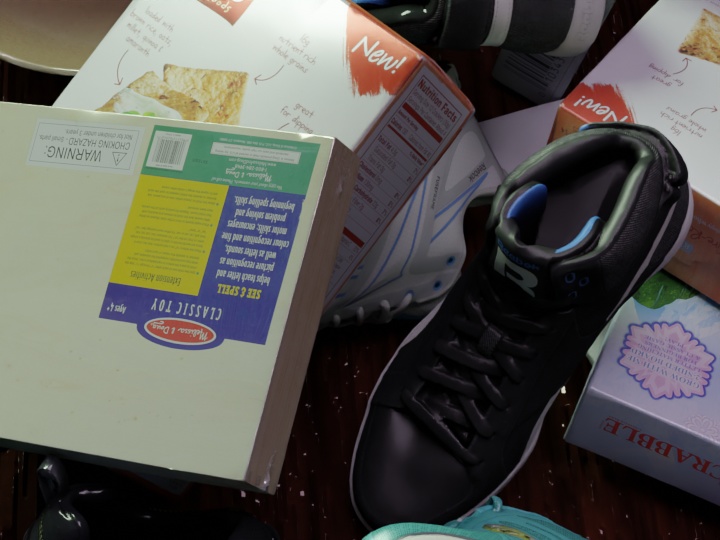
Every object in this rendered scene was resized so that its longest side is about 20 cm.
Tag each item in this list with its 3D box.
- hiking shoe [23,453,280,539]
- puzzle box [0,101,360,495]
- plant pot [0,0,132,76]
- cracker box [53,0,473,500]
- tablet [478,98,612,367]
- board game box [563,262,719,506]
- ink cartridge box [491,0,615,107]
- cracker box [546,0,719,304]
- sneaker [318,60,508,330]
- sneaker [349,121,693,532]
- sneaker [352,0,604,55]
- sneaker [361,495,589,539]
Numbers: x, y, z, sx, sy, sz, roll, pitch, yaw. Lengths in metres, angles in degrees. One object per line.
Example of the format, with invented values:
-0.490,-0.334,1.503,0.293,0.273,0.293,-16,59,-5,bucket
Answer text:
-0.043,0.142,0.890,0.199,0.101,0.076,23,51,5,hiking shoe
-0.104,0.006,0.904,0.199,0.025,0.134,8,75,29,puzzle box
-0.116,-0.199,1.104,0.199,0.202,0.134,22,14,4,plant pot
-0.068,-0.029,0.957,0.134,0.058,0.201,37,89,32,cracker box
0.143,-0.006,1.110,0.129,0.014,0.201,-15,58,-25,tablet
0.214,0.033,1.061,0.199,0.041,0.200,22,50,4,board game box
0.143,-0.208,1.146,0.040,0.200,0.201,29,52,2,ink cartridge box
0.187,-0.075,1.078,0.133,0.058,0.200,32,51,15,cracker box
0.000,0.000,1.038,0.200,0.075,0.087,-46,106,-24,sneaker
0.053,0.019,0.951,0.073,0.112,0.201,37,89,17,sneaker
0.021,-0.149,1.089,0.111,0.074,0.200,1,16,-23,sneaker
0.050,0.127,0.908,0.199,0.078,0.080,22,21,-53,sneaker
